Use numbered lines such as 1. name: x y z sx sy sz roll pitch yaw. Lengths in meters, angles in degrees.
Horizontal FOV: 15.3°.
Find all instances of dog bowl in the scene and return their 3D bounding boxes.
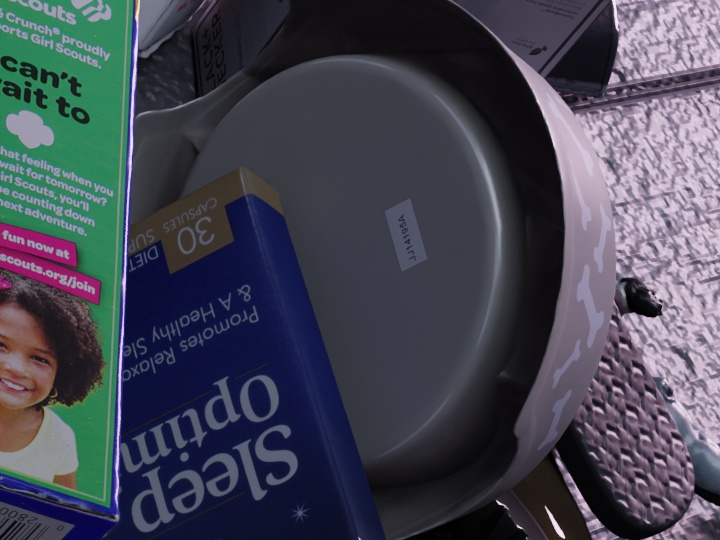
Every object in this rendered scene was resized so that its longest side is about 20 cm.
1. dog bowl: 0.000 0.000 0.922 0.059 0.200 0.201 9 50 -54

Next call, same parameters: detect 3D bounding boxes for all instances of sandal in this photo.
1. sandal: 0.057 0.010 0.987 0.075 0.045 0.201 -27 93 -46

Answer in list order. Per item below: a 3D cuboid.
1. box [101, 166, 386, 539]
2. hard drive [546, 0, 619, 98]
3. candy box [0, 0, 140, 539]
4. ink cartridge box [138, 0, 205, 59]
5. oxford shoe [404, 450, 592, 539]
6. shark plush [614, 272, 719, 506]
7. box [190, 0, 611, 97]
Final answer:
1. box: -0.057 0.078 0.868 0.032 0.121 0.201 37 30 -59
2. hard drive: 0.043 -0.174 1.197 0.134 0.042 0.201 6 54 -33
3. candy box: -0.140 0.023 0.810 0.077 0.169 0.201 20 47 -27
4. ink cartridge box: -0.045 -0.189 1.000 0.084 0.200 0.145 37 12 -3
5. oxford shoe: 0.020 0.053 0.991 0.084 0.073 0.201 -3 60 -58
6. shark plush: 0.082 0.027 1.035 0.091 0.083 0.200 -22 72 -45
7. box: 0.029 -0.118 1.028 0.116 0.200 0.060 11 49 -27
